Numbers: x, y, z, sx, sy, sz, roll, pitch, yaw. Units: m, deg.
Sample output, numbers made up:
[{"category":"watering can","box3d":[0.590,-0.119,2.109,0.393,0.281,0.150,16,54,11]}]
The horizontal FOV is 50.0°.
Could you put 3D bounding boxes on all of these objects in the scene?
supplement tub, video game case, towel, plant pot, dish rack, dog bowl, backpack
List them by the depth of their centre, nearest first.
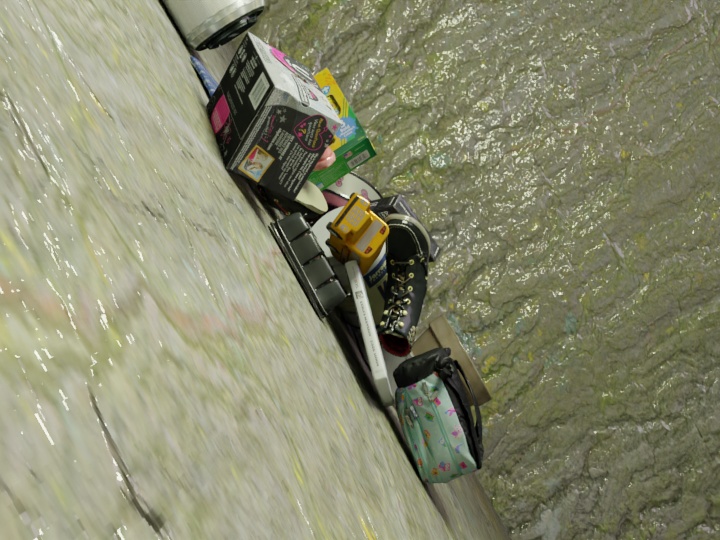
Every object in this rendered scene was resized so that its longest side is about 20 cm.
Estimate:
[{"category":"dish rack","box3d":[-0.068,-0.010,1.169,0.156,0.054,0.200,62,0,2]},{"category":"video game case","box3d":[0.017,0.104,1.200,0.201,0.023,0.185,74,1,-69]},{"category":"backpack","box3d":[0.124,0.235,1.242,0.167,0.124,0.204,-3,73,-76]},{"category":"towel","box3d":[-0.215,-0.246,1.283,0.202,0.024,0.145,60,4,26]},{"category":"supplement tub","box3d":[0.000,0.000,1.375,0.201,0.143,0.146,58,3,-38]},{"category":"dog bowl","box3d":[-0.052,-0.124,1.535,0.196,0.075,0.201,19,-24,9]},{"category":"plant pot","box3d":[0.148,0.219,1.594,0.203,0.171,0.200,60,3,-5]}]

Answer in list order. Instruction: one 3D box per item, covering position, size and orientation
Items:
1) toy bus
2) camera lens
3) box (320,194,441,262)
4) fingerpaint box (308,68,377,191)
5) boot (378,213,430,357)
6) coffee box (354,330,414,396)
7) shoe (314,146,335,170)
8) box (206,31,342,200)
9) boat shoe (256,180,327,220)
[{"category":"toy bus","box3d":[-0.005,-0.050,1.167,0.078,0.065,0.200,39,-10,4]},{"category":"camera lens","box3d":[-0.271,-0.499,1.336,0.202,0.158,0.160,60,2,-13]},{"category":"box","box3d":[0.035,-0.065,1.428,0.198,0.036,0.143,-5,-46,46]},{"category":"fingerpaint box","box3d":[-0.097,-0.228,1.357,0.169,0.198,0.073,61,5,24]},{"category":"boot","box3d":[0.067,0.026,1.241,0.205,0.072,0.156,74,26,-50]},{"category":"coffee box","box3d":[0.044,0.136,1.473,0.114,0.079,0.201,58,3,-26]},{"category":"shoe","box3d":[-0.117,-0.208,1.241,0.198,0.071,0.092,12,-50,51]},{"category":"box","box3d":[-0.122,-0.216,1.064,0.113,0.133,0.201,23,24,-33]},{"category":"boat shoe","box3d":[-0.128,-0.127,1.192,0.201,0.062,0.075,34,34,-54]}]
